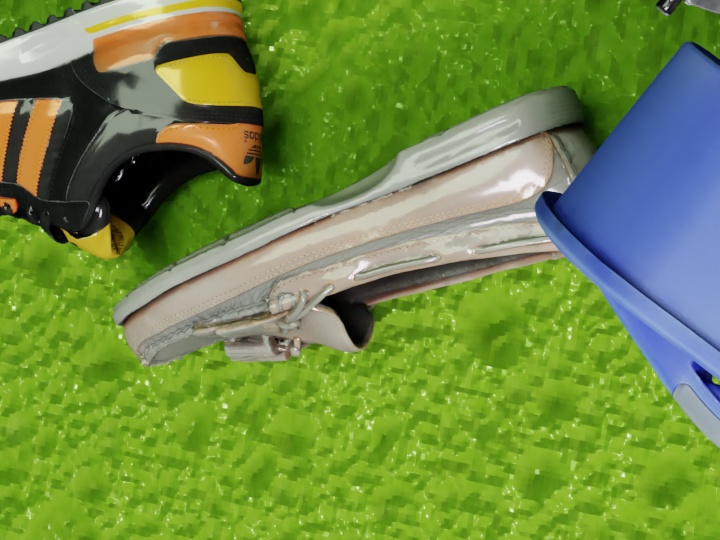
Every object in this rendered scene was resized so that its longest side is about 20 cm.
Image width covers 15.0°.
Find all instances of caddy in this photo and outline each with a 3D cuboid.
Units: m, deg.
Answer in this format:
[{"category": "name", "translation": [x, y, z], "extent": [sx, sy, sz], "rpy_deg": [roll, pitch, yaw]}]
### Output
[{"category": "caddy", "translation": [0.148, 0.017, 0.872], "extent": [0.200, 0.141, 0.105], "rpy_deg": [39, 102, 24]}]

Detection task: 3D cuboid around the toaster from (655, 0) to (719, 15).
[{"category": "toaster", "translation": [0.098, -0.174, 0.881], "extent": [0.200, 0.181, 0.119], "rpy_deg": [44, 106, 20]}]

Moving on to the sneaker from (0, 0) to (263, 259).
[{"category": "sneaker", "translation": [-0.126, -0.040, 1.058], "extent": [0.200, 0.070, 0.090], "rpy_deg": [-21, 76, 24]}]

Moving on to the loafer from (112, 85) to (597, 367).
[{"category": "loafer", "translation": [0.000, 0.000, 0.994], "extent": [0.200, 0.072, 0.063], "rpy_deg": [-26, 85, 23]}]
